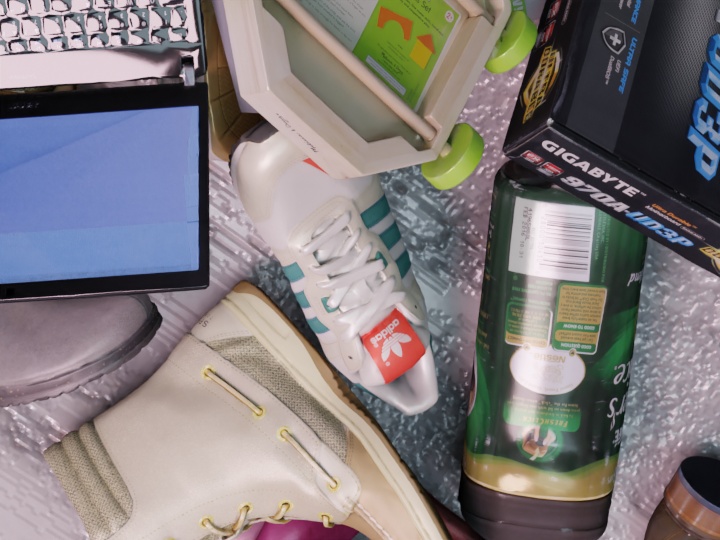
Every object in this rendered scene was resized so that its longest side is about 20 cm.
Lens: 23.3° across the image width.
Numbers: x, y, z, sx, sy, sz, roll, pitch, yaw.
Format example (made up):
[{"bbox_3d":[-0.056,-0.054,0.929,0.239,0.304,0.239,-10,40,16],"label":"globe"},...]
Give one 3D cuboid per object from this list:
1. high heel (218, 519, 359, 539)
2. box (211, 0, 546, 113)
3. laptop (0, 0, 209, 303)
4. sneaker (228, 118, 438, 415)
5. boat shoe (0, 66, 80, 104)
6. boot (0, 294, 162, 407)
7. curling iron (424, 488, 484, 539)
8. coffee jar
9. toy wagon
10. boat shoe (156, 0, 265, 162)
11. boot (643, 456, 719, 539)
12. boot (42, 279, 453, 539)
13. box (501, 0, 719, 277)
[{"bbox_3d":[-0.065,0.212,0.957,0.095,0.067,0.202,15,97,-3],"label":"high heel"},{"bbox_3d":[0.013,-0.180,0.857,0.199,0.041,0.157,-23,108,-30],"label":"box"},{"bbox_3d":[-0.159,-0.097,0.771,0.176,0.103,0.202,-4,108,-1],"label":"laptop"},{"bbox_3d":[0.000,0.000,0.861,0.070,0.094,0.200,-32,145,-7],"label":"sneaker"},{"bbox_3d":[-0.174,-0.092,0.863,0.075,0.074,0.202,-3,104,-10],"label":"boat shoe"},{"bbox_3d":[-0.204,-0.004,0.847,0.198,0.070,0.133,-8,113,12],"label":"boot"},{"bbox_3d":[0.027,0.121,0.970,0.199,0.050,0.026,37,64,-7],"label":"curling iron"},{"bbox_3d":[0.102,0.046,0.931,0.085,0.104,0.202,7,103,5],"label":"coffee jar"},{"bbox_3d":[0.018,-0.141,0.809,0.155,0.039,0.201,40,64,-30],"label":"toy wagon"},{"bbox_3d":[-0.083,-0.154,0.868,0.071,0.069,0.202,-2,93,-49],"label":"boat shoe"},{"bbox_3d":[0.248,0.182,1.021,0.199,0.075,0.097,22,116,-14],"label":"boot"},{"bbox_3d":[-0.054,0.125,0.901,0.154,0.072,0.200,-39,76,-7],"label":"boot"},{"bbox_3d":[0.169,-0.111,0.883,0.158,0.046,0.201,28,63,-18],"label":"box"}]
